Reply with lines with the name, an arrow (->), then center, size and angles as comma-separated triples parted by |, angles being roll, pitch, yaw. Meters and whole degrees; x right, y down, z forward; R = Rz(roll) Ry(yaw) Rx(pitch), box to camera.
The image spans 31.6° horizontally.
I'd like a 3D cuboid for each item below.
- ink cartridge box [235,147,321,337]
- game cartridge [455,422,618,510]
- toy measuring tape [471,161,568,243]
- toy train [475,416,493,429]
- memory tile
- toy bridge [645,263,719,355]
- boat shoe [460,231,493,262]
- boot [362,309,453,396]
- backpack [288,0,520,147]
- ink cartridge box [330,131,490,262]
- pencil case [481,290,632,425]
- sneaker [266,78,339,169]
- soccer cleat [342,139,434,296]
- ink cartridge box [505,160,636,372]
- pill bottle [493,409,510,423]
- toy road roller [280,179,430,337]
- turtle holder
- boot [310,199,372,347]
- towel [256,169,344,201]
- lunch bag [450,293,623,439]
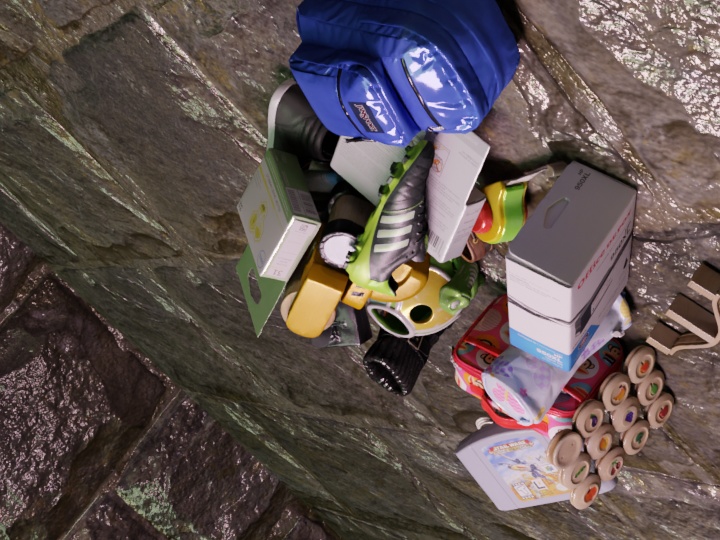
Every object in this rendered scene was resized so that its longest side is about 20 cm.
ink cartridge box -> -0.125, -0.035, 1.635 | 0.048, 0.200, 0.146 | 13, -145, -30
game cartridge -> 0.229, 0.256, 1.708 | 0.200, 0.042, 0.133 | -21, 118, 42
toy measuring tape -> 0.177, -0.071, 1.456 | 0.074, 0.074, 0.200 | 44, 155, -15
toy train -> 0.242, 0.178, 1.863 | 0.150, 0.056, 0.200 | 23, 136, 14
memory tile -> 0.319, 0.199, 1.606 | 0.017, 0.200, 0.153 | 30, 158, 45
toy bridge -> 0.382, 0.056, 1.446 | 0.067, 0.027, 0.200 | 33, 159, 11
boat shoe -> 0.090, -0.091, 1.564 | 0.200, 0.068, 0.072 | 41, 159, -8
boot -> 0.042, 0.067, 1.845 | 0.211, 0.158, 0.079 | 48, 158, -25
backpack -> 0.048, -0.207, 1.259 | 0.200, 0.168, 0.163 | 14, 156, 40
ink cartridge box -> 0.064, -0.136, 1.476 | 0.200, 0.044, 0.174 | 43, 132, 25
pencil case -> 0.237, 0.093, 1.528 | 0.091, 0.200, 0.083 | 50, 164, -10
sneaker -> -0.067, -0.158, 1.676 | 0.099, 0.071, 0.200 | 37, 156, 18
soccer cleat -> 0.050, -0.059, 1.453 | 0.081, 0.068, 0.200 | 24, 119, -4
ink cartridge box -> 0.232, -0.001, 1.407 | 0.084, 0.145, 0.200 | 28, 158, 22
pill bottle -> 0.242, 0.210, 1.768 | 0.114, 0.114, 0.200 | 29, 137, 23
toy road roller -> 0.000, 0.000, 1.594 | 0.146, 0.123, 0.200 | 24, 126, -10
turtle holder -> 0.091, 0.027, 1.720 | 0.185, 0.132, 0.141 | 24, 155, 35
boot -> -0.071, 0.006, 1.744 | 0.165, 0.066, 0.200 | 5, 117, 44
towel -> -0.022, -0.103, 1.693 | 0.200, 0.022, 0.147 | 7, 164, 39
lunch bag -> 0.222, 0.131, 1.649 | 0.200, 0.176, 0.082 | 26, 145, 28
